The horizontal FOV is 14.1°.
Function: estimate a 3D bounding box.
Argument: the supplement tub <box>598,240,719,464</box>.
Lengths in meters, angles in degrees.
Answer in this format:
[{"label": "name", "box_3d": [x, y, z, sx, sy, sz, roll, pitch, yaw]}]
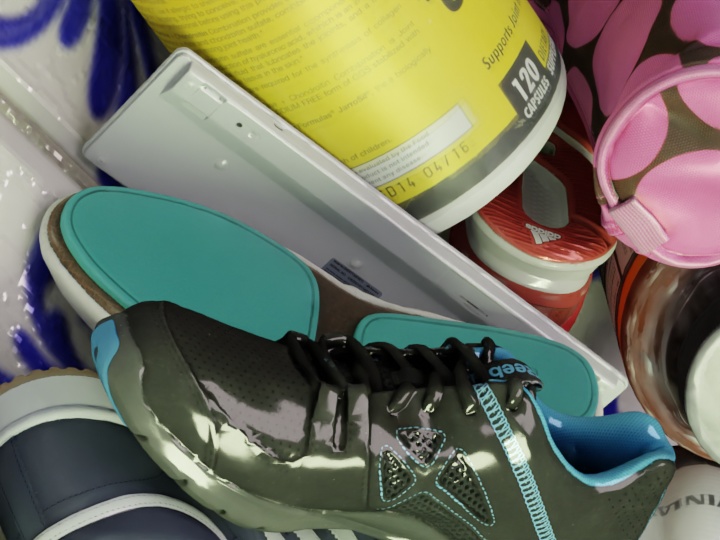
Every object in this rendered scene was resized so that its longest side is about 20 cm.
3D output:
[{"label": "supplement tub", "box_3d": [0.146, 0.006, 1.099, 0.107, 0.107, 0.200, 61, 9, -21]}]

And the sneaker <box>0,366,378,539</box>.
[{"label": "sneaker", "box_3d": [-0.032, 0.108, 0.920, 0.200, 0.070, 0.109, 24, 30, -39]}]

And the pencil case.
[{"label": "pencil case", "box_3d": [0.106, -0.079, 1.047, 0.091, 0.094, 0.200, 56, 11, -28]}]

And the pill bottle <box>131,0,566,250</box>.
[{"label": "pill bottle", "box_3d": [-0.023, -0.110, 0.982, 0.200, 0.112, 0.112, 54, 45, -29]}]

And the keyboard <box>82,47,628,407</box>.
[{"label": "keyboard", "box_3d": [0.000, 0.000, 0.987, 0.200, 0.056, 0.011, 36, 36, -19]}]

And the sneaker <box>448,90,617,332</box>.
[{"label": "sneaker", "box_3d": [0.051, -0.009, 1.099, 0.200, 0.078, 0.116, -63, 176, -64]}]

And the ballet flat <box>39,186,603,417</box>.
[{"label": "ballet flat", "box_3d": [-0.018, 0.033, 0.973, 0.200, 0.069, 0.070, 19, 63, -10]}]

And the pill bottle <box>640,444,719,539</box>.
[{"label": "pill bottle", "box_3d": [0.153, 0.128, 1.101, 0.200, 0.106, 0.106, 17, 65, -14]}]

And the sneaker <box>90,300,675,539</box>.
[{"label": "sneaker", "box_3d": [0.008, 0.045, 0.902, 0.200, 0.082, 0.073, 25, 27, -31]}]
